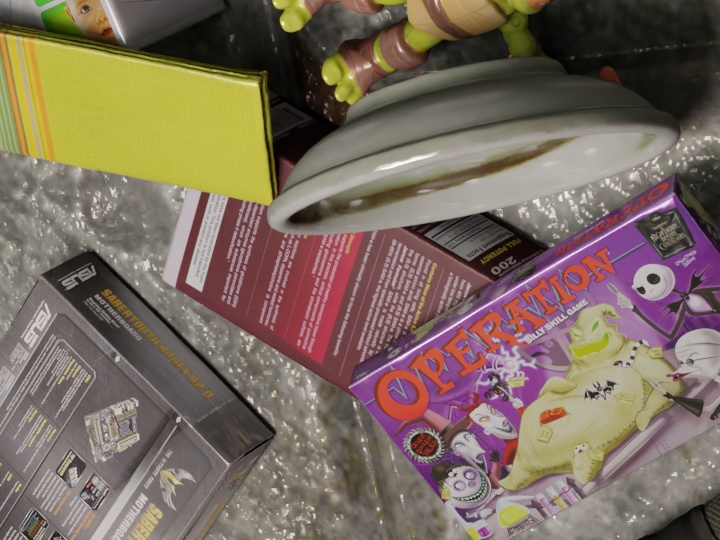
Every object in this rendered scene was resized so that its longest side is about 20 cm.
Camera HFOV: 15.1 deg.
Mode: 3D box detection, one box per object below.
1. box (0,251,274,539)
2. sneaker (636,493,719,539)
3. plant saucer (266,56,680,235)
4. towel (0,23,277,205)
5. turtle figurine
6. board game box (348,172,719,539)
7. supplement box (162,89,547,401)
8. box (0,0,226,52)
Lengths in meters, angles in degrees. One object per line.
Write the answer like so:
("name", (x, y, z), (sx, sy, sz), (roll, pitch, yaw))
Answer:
("box", (-0.160, 0.113, 1.590), (0.158, 0.048, 0.200), (43, 126, 12))
("sneaker", (0.199, 0.126, 1.347), (0.076, 0.114, 0.199), (35, 158, -9))
("plant saucer", (0.049, -0.063, 1.285), (0.200, 0.200, 0.050), (-17, 82, 37))
("towel", (-0.138, -0.086, 1.412), (0.199, 0.018, 0.086), (12, 136, 17))
("turtle figurine", (0.036, -0.140, 1.334), (0.161, 0.065, 0.200), (-8, 142, 41))
("board game box", (0.108, 0.049, 1.350), (0.200, 0.032, 0.120), (-32, 104, 24))
("supplement box", (0.000, 0.000, 1.432), (0.200, 0.061, 0.109), (31, 122, 21))
("box", (-0.201, -0.181, 1.475), (0.200, 0.097, 0.177), (-17, 100, 37))
